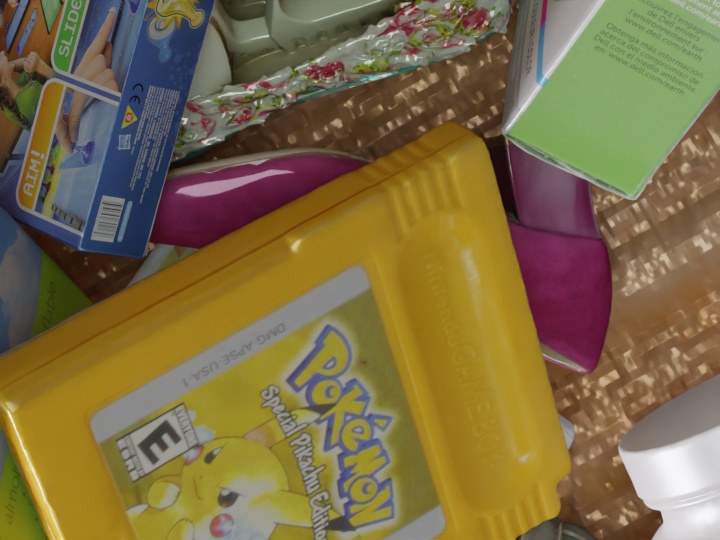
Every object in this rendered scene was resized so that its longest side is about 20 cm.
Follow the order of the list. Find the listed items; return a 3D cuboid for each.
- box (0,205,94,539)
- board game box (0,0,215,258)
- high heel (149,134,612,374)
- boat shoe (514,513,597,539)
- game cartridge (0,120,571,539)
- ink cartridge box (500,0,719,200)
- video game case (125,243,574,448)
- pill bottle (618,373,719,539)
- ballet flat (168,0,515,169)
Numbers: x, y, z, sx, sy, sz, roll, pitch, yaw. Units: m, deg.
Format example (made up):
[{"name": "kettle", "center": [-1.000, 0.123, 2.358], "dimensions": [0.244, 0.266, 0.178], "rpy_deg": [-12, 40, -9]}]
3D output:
[{"name": "box", "center": [-0.143, 0.041, 0.931], "dimensions": [0.048, 0.200, 0.122], "rpy_deg": [-5, 61, 20]}, {"name": "board game box", "center": [-0.109, -0.119, 0.974], "dimensions": [0.135, 0.034, 0.200], "rpy_deg": [24, 100, 41]}, {"name": "high heel", "center": [0.000, 0.000, 1.005], "dimensions": [0.199, 0.067, 0.096], "rpy_deg": [-5, 90, -17]}, {"name": "boat shoe", "center": [0.040, 0.190, 1.045], "dimensions": [0.060, 0.072, 0.202], "rpy_deg": [33, 96, -2]}, {"name": "game cartridge", "center": [-0.022, 0.063, 0.956], "dimensions": [0.200, 0.032, 0.177], "rpy_deg": [-28, 124, -15]}, {"name": "ink cartridge box", "center": [0.126, -0.133, 0.923], "dimensions": [0.059, 0.104, 0.200], "rpy_deg": [26, 128, -13]}, {"name": "video game case", "center": [-0.043, 0.091, 1.058], "dimensions": [0.182, 0.023, 0.200], "rpy_deg": [35, 101, -2]}, {"name": "pill bottle", "center": [0.180, 0.138, 1.004], "dimensions": [0.113, 0.113, 0.200], "rpy_deg": [-26, 96, 8]}, {"name": "ballet flat", "center": [-0.037, -0.096, 0.997], "dimensions": [0.200, 0.064, 0.076], "rpy_deg": [-22, 57, 2]}]
